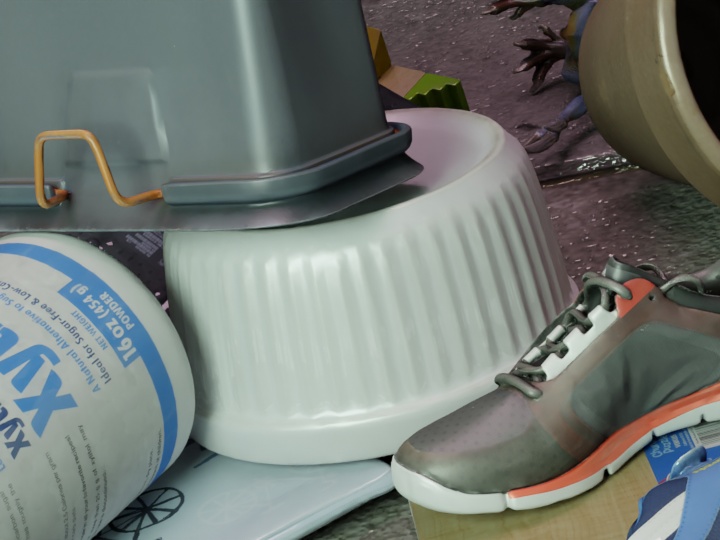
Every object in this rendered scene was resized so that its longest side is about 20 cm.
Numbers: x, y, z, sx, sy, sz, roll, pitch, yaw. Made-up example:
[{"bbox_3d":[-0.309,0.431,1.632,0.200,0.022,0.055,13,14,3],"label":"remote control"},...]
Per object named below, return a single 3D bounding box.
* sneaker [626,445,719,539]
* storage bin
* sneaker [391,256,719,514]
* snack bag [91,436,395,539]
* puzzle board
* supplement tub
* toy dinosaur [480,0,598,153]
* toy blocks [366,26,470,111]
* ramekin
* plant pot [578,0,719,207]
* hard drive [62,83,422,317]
[{"bbox_3d":[0.149,0.094,0.908,0.082,0.075,0.200,3,28,43],"label":"sneaker"},{"bbox_3d":[-0.091,-0.094,1.062,0.199,0.136,0.145,0,15,34],"label":"storage bin"},{"bbox_3d":[0.097,0.035,1.022,0.199,0.083,0.077,-23,24,-18],"label":"sneaker"},{"bbox_3d":[-0.096,0.109,1.103,0.188,0.022,0.200,-27,24,-23],"label":"snack bag"},{"bbox_3d":[0.092,0.078,1.055,0.149,0.018,0.200,-15,23,0],"label":"puzzle board"},{"bbox_3d":[-0.175,0.082,1.027,0.131,0.133,0.200,1,29,36],"label":"supplement tub"},{"bbox_3d":[0.145,-0.153,1.417,0.199,0.106,0.181,-30,20,-31],"label":"toy dinosaur"},{"bbox_3d":[-0.052,-0.068,1.411,0.199,0.100,0.137,16,50,37],"label":"toy blocks"},{"bbox_3d":[0.000,0.000,1.129,0.198,0.106,0.200,-12,20,4],"label":"ramekin"},{"bbox_3d":[0.197,-0.115,1.237,0.199,0.202,0.174,-26,7,-22],"label":"plant pot"},{"bbox_3d":[-0.068,-0.035,1.304,0.200,0.042,0.135,-42,47,-17],"label":"hard drive"}]
